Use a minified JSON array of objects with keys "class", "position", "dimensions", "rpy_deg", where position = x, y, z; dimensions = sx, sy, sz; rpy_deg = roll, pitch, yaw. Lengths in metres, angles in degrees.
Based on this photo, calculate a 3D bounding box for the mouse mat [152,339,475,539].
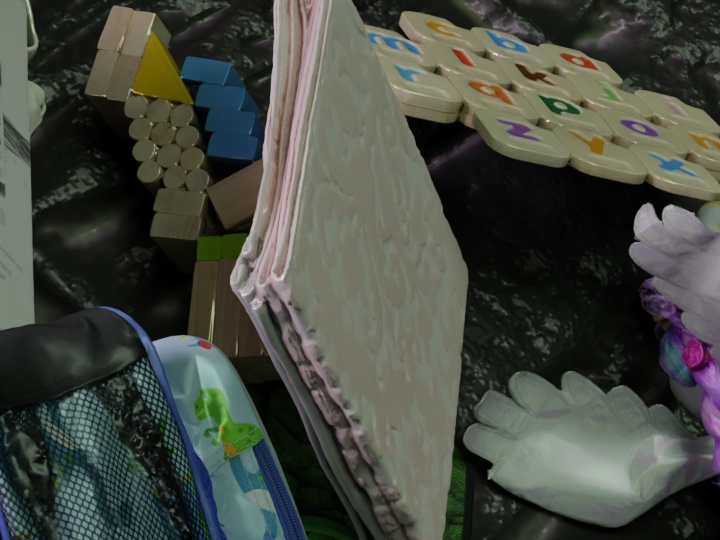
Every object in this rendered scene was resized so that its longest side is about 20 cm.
[{"class":"mouse mat","position":[-0.045,0.110,0.912],"dimensions":[0.199,0.008,0.161],"rpy_deg":[18,49,-13]}]

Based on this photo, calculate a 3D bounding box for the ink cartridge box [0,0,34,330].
[{"class":"ink cartridge box","position":[-0.206,-0.030,0.837],"dimensions":[0.085,0.145,0.200],"rpy_deg":[52,24,-49]}]

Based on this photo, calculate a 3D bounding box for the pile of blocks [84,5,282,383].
[{"class":"pile of blocks","position":[-0.058,-0.033,0.971],"dimensions":[0.082,0.062,0.200],"rpy_deg":[-26,64,4]}]

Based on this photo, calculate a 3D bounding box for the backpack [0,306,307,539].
[{"class":"backpack","position":[-0.100,0.121,0.699],"dimensions":[0.147,0.183,0.201],"rpy_deg":[-15,87,-40]}]

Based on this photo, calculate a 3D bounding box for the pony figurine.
[{"class":"pony figurine","position":[0.167,0.052,0.986],"dimensions":[0.193,0.167,0.200],"rpy_deg":[35,31,-9]}]

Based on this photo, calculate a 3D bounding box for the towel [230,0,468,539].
[{"class":"towel","position":[0.000,0.000,0.910],"dimensions":[0.032,0.200,0.191],"rpy_deg":[-8,46,17]}]

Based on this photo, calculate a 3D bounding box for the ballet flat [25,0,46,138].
[{"class":"ballet flat","position":[-0.174,-0.091,0.961],"dimensions":[0.073,0.073,0.200],"rpy_deg":[5,51,-23]}]

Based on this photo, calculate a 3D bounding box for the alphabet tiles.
[{"class":"alphabet tiles","position":[0.093,-0.080,1.068],"dimensions":[0.199,0.015,0.196],"rpy_deg":[11,22,-19]}]
